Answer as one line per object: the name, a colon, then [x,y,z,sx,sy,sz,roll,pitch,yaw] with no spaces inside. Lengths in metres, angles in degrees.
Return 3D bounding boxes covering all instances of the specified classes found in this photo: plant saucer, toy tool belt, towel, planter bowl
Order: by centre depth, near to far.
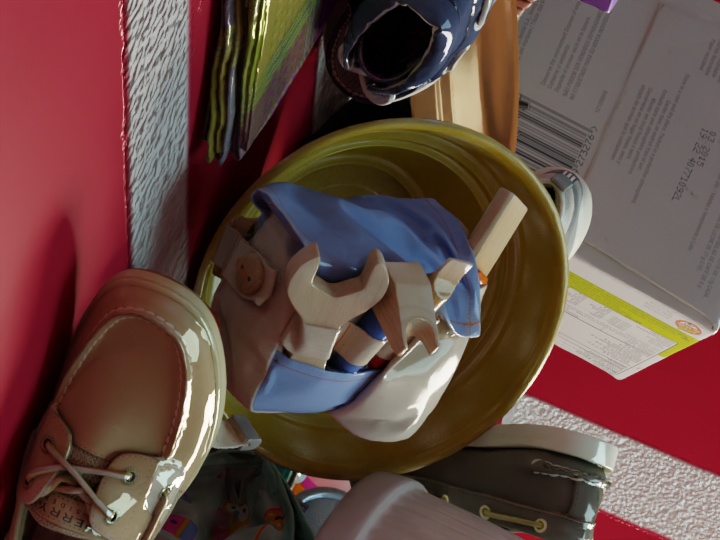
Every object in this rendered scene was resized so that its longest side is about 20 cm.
towel: [-0.020,-0.156,1.253,0.144,0.023,0.200,100,14,-53]
toy tool belt: [-0.014,0.003,1.268,0.200,0.125,0.123,1,135,-49]
planter bowl: [0.000,0.000,1.415,0.201,0.200,0.084,-70,-155,20]
plant saucer: [0.060,-0.123,1.527,0.200,0.037,0.201,-1,90,-80]

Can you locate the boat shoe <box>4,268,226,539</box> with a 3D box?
boat shoe: [-0.111,0.089,1.170,0.201,0.072,0.065,-66,175,36]

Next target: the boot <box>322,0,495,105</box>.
boot: [0.012,-0.114,1.331,0.090,0.073,0.200,-51,-179,-30]

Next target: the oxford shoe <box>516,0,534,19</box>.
oxford shoe: [0.072,-0.175,1.655,0.200,0.071,0.074,-62,-177,29]

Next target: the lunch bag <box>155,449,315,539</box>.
lunch bag: [-0.092,0.205,1.413,0.200,0.121,0.171,-61,165,-60]

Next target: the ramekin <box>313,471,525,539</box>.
ramekin: [0.027,0.211,1.388,0.200,0.105,0.201,18,90,-73]

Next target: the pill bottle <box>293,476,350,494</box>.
pill bottle: [-0.020,0.208,1.926,0.104,0.104,0.201,-49,161,-64]

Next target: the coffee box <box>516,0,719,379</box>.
coffee box: [0.152,-0.073,1.808,0.200,0.199,0.198,-64,-174,-16]

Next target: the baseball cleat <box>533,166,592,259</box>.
baseball cleat: [0.053,0.024,1.541,0.200,0.070,0.106,-58,168,10]

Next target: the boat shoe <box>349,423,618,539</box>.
boat shoe: [0.057,0.120,1.481,0.201,0.072,0.061,-8,-113,53]

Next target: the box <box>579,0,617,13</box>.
box: [0.098,-0.213,1.448,0.200,0.136,0.039,-55,166,-56]

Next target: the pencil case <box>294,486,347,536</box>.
pencil case: [-0.050,0.192,1.569,0.091,0.083,0.200,-55,-173,-31]

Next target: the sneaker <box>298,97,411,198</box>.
sneaker: [-0.013,-0.017,1.505,0.115,0.080,0.200,53,53,-76]

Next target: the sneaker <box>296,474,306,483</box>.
sneaker: [0.005,0.043,1.674,0.079,0.095,0.201,68,45,-77]

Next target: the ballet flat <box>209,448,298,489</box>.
ballet flat: [-0.040,0.058,1.596,0.200,0.068,0.067,-57,-172,-25]
